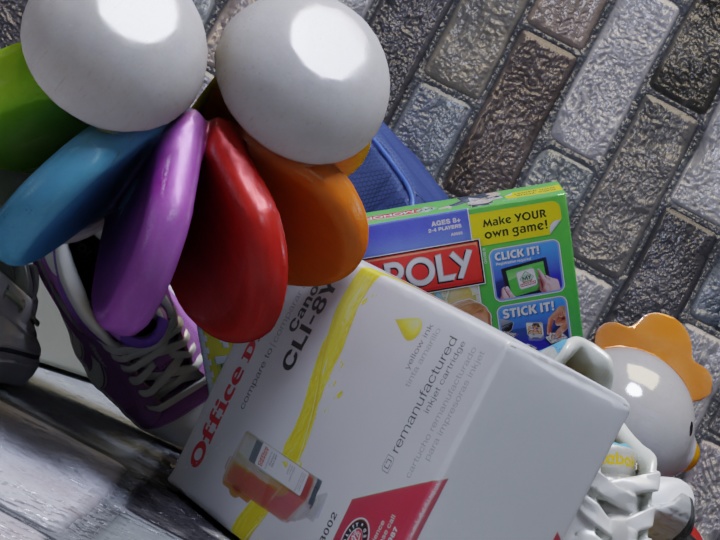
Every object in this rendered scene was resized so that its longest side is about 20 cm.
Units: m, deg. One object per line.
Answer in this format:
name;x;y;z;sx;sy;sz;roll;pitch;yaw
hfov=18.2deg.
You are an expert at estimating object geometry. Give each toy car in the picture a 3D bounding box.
toy car;-0.087;-0.039;1.026;0.199;0.150;0.175;9;-28;-22
toy car;0.173;0.128;1.450;0.177;0.200;0.184;27;1;-5

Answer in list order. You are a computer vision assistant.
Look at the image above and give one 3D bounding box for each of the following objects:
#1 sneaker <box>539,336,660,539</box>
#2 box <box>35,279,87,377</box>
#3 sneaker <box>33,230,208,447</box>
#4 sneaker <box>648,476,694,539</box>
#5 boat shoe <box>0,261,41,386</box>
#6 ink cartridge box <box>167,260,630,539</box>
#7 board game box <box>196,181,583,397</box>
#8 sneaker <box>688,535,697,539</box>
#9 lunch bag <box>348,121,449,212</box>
sneaker;0.100;0.124;1.044;0.076;0.081;0.200;12;48;-34
box;-0.190;-0.009;1.378;0.128;0.109;0.200;28;1;29
sneaker;-0.117;0.038;1.195;0.201;0.073;0.114;56;-4;-32
sneaker;0.094;0.119;1.214;0.200;0.087;0.074;-7;-30;42
boat shoe;-0.190;0.018;1.161;0.073;0.067;0.200;28;1;-7
ink cartridge box;0.010;0.081;1.057;0.083;0.145;0.200;26;1;-34
board game box;0.016;0.036;1.181;0.199;0.135;0.029;-10;17;-2
sneaker;0.151;0.175;1.317;0.200;0.076;0.091;35;35;-8
lunch bag;0.000;0.000;1.360;0.132;0.136;0.200;42;12;-41
